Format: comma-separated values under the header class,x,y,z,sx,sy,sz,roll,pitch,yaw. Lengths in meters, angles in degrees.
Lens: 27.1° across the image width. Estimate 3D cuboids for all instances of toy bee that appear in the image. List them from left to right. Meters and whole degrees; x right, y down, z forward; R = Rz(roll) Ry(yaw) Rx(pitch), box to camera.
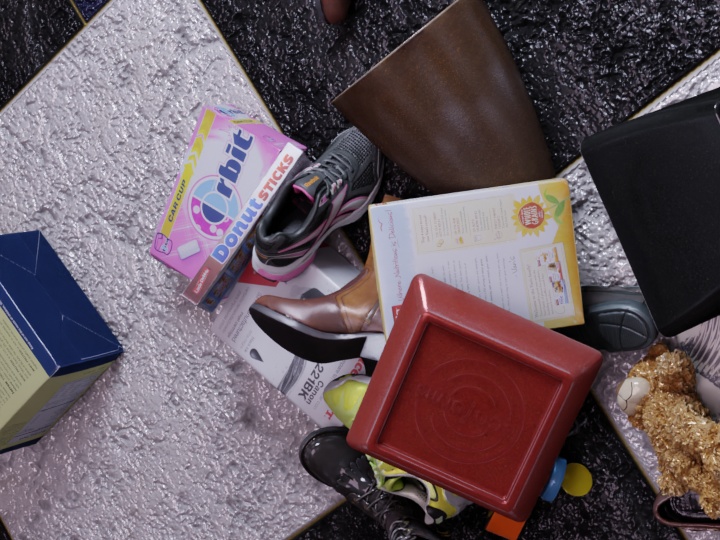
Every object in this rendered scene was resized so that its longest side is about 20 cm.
class,x,y,z,sx,sy,sz,roll,pitch,yaw
toy bee,0.191,0.186,1.556,0.131,0.109,0.200,38,129,-13

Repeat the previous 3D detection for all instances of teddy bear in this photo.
class,x,y,z,sx,sy,sz,roll,pitch,yaw
teddy bear,0.302,0.151,1.435,0.066,0.146,0.201,-17,49,-7

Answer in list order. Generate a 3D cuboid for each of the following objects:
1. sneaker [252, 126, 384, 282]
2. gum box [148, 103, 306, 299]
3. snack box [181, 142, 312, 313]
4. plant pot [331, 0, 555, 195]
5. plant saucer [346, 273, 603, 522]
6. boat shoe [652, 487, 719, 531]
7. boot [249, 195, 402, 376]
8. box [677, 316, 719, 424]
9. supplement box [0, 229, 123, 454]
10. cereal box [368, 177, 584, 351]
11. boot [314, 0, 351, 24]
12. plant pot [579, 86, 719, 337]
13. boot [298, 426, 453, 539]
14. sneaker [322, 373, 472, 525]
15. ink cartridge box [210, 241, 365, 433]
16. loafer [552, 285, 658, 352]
class,x,y,z,sx,sy,sz,roll,pitch,yaw
sneaker,-0.043,-0.079,1.602,0.080,0.087,0.201,29,70,15
gum box,-0.155,-0.075,1.716,0.113,0.066,0.202,30,109,21
snack box,-0.121,-0.045,1.628,0.024,0.072,0.201,34,87,11
plant pot,0.103,-0.150,1.524,0.186,0.187,0.201,-35,96,26
plant saucer,0.105,0.132,1.441,0.198,0.037,0.202,24,112,3
boat shoe,0.385,0.224,1.461,0.198,0.070,0.071,-15,88,27
boot,0.000,0.000,1.567,0.186,0.069,0.201,13,62,18
box,0.350,0.045,1.459,0.082,0.068,0.202,-22,86,28
supplement box,-0.441,0.093,1.848,0.200,0.134,0.201,-44,75,24
cereal box,0.113,-0.006,1.466,0.198,0.040,0.146,-7,98,0
boot,0.056,-0.338,1.592,0.198,0.068,0.190,17,96,18
plant pot,0.350,-0.080,1.336,0.201,0.198,0.177,67,158,5
boot,0.032,0.249,1.561,0.199,0.174,0.070,32,98,-17
sneaker,0.033,0.180,1.538,0.199,0.076,0.076,35,144,24
ink cartridge box,-0.046,0.066,1.664,0.200,0.084,0.145,39,110,18
loafer,0.227,0.047,1.537,0.199,0.063,0.072,0,122,42
